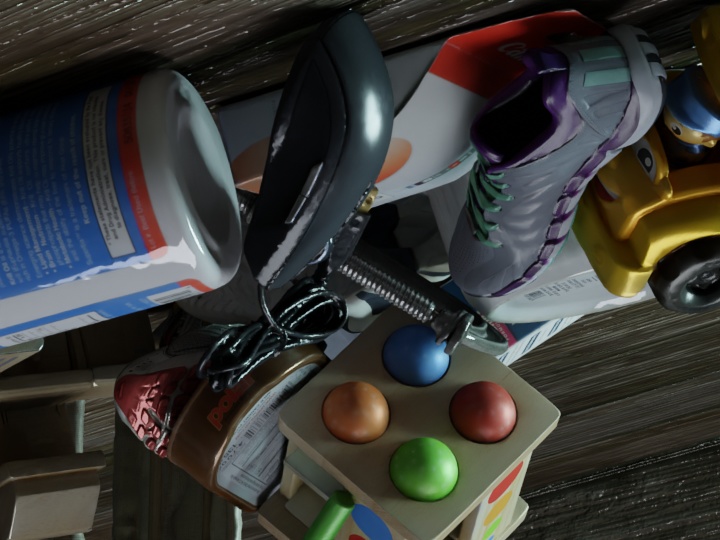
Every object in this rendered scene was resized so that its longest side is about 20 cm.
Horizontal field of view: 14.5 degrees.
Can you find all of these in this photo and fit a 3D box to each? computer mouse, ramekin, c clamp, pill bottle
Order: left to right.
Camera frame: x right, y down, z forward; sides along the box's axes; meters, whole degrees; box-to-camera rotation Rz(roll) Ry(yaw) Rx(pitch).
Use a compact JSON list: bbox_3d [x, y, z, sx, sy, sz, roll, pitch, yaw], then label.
[{"bbox_3d":[-0.168,-0.022,1.388,0.200,0.112,0.112,-15,169,13],"label":"pill bottle"},{"bbox_3d":[-0.009,-0.035,1.393,0.046,0.200,0.140,25,-159,17],"label":"computer mouse"},{"bbox_3d":[0.000,0.000,1.642,0.200,0.027,0.171,31,-176,-2],"label":"c clamp"},{"bbox_3d":[0.140,-0.039,1.680,0.200,0.105,0.200,-12,170,-2],"label":"ramekin"}]

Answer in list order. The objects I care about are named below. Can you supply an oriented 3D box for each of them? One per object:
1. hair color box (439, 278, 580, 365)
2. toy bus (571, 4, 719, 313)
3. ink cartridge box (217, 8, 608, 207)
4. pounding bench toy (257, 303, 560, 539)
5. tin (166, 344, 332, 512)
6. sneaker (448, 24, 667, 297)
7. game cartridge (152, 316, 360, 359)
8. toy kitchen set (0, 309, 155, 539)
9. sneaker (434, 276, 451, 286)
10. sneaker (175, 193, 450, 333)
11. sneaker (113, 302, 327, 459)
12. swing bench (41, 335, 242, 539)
[{"bbox_3d":[0.121,0.005,1.832,0.200,0.061,0.100,-33,171,-10],"label":"hair color box"},{"bbox_3d":[0.219,-0.085,1.490,0.200,0.136,0.192,-9,149,-16],"label":"toy bus"},{"bbox_3d":[0.046,-0.080,1.504,0.200,0.050,0.162,-13,171,19],"label":"ink cartridge box"},{"bbox_3d":[0.004,0.139,1.711,0.200,0.124,0.156,-43,162,-26],"label":"pounding bench toy"},{"bbox_3d":[-0.059,0.092,1.731,0.112,0.042,0.200,-47,164,-1],"label":"tin"},{"bbox_3d":[0.076,-0.057,1.481,0.087,0.074,0.200,-5,144,-34],"label":"sneaker"},{"bbox_3d":[-0.060,0.065,1.940,0.200,0.133,0.040,-21,-162,42],"label":"game cartridge"},{"bbox_3d":[-0.181,0.068,1.705,0.200,0.163,0.180,-6,168,-35],"label":"toy kitchen set"},{"bbox_3d":[0.010,0.008,1.944,0.200,0.073,0.085,-31,-166,39],"label":"sneaker"},{"bbox_3d":[-0.031,0.006,1.783,0.199,0.080,0.130,-20,164,-19],"label":"sneaker"},{"bbox_3d":[-0.102,0.060,1.756,0.078,0.082,0.200,-58,163,19],"label":"sneaker"},{"bbox_3d":[-0.183,0.136,1.868,0.200,0.199,0.130,8,162,-23],"label":"swing bench"}]
